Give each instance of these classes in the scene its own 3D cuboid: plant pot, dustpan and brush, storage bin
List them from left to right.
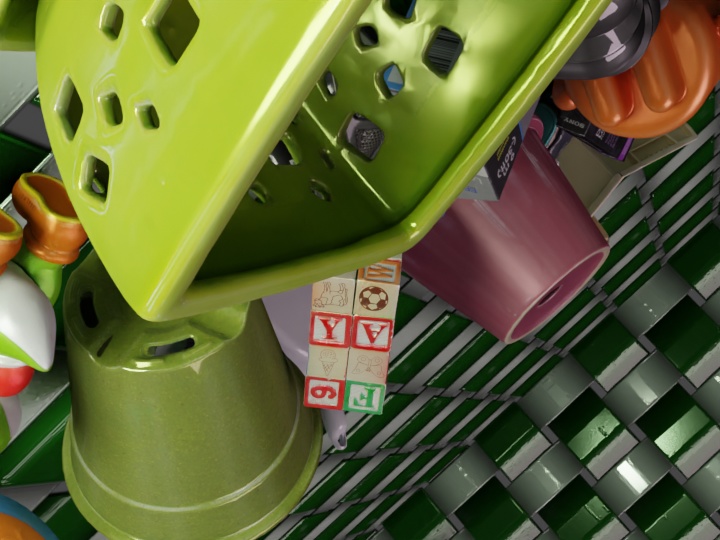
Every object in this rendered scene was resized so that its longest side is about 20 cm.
[{"bbox_3d":[-0.130,0.071,0.765,0.200,0.200,0.190,-34,149,-22],"label":"plant pot"},{"bbox_3d":[-0.034,-0.121,0.469,0.200,0.182,0.199,-17,151,-53],"label":"plant pot"},{"bbox_3d":[-0.038,0.066,0.962,0.139,0.200,0.057,-26,-173,-41],"label":"dustpan and brush"},{"bbox_3d":[0.120,-0.040,0.995,0.200,0.179,0.200,-38,163,-14],"label":"plant pot"},{"bbox_3d":[0.285,-0.103,1.337,0.198,0.094,0.200,-25,156,-42],"label":"storage bin"}]

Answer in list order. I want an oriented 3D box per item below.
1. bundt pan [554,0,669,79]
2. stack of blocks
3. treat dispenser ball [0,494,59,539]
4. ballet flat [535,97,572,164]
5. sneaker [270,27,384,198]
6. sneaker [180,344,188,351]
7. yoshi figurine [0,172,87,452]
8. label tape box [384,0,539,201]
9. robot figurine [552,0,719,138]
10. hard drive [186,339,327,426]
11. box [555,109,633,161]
[{"bbox_3d":[0.153,-0.209,0.675,0.202,0.076,0.202,-46,144,-49],"label":"bundt pan"},{"bbox_3d":[0.000,0.000,0.835,0.200,0.058,0.115,-82,178,-57],"label":"stack of blocks"},{"bbox_3d":[-0.299,0.253,0.771,0.201,0.201,0.201,-37,162,-14],"label":"treat dispenser ball"},{"bbox_3d":[0.153,-0.094,1.126,0.073,0.073,0.200,-14,146,-56],"label":"ballet flat"},{"bbox_3d":[-0.007,-0.090,0.787,0.114,0.076,0.199,-41,160,4],"label":"sneaker"},{"bbox_3d":[-0.135,0.119,1.032,0.088,0.077,0.200,-23,158,11],"label":"sneaker"},{"bbox_3d":[-0.230,0.035,0.623,0.112,0.112,0.200,-98,-150,-62],"label":"yoshi figurine"},{"bbox_3d":[0.088,-0.131,0.755,0.144,0.063,0.200,-67,157,-14],"label":"label tape box"},{"bbox_3d":[0.224,-0.173,0.844,0.200,0.117,0.144,-42,165,-53],"label":"robot figurine"},{"bbox_3d":[-0.064,0.088,0.992,0.042,0.135,0.200,-9,-172,36],"label":"hard drive"},{"bbox_3d":[0.260,-0.190,1.092,0.200,0.036,0.143,4,110,-65],"label":"box"}]
